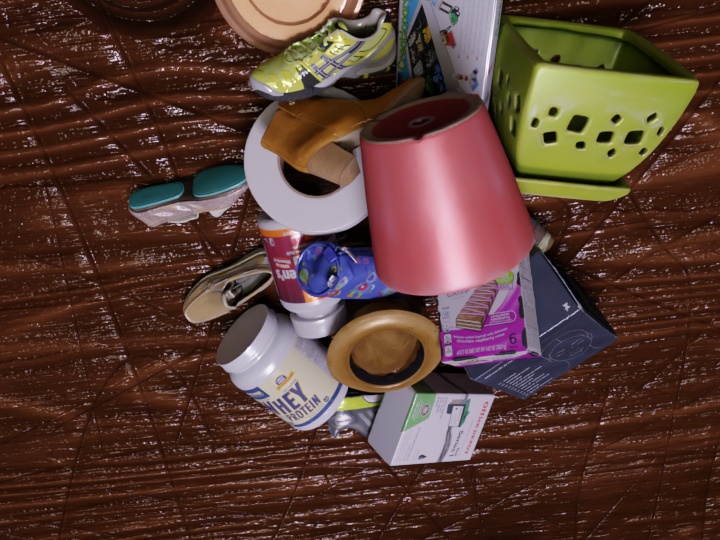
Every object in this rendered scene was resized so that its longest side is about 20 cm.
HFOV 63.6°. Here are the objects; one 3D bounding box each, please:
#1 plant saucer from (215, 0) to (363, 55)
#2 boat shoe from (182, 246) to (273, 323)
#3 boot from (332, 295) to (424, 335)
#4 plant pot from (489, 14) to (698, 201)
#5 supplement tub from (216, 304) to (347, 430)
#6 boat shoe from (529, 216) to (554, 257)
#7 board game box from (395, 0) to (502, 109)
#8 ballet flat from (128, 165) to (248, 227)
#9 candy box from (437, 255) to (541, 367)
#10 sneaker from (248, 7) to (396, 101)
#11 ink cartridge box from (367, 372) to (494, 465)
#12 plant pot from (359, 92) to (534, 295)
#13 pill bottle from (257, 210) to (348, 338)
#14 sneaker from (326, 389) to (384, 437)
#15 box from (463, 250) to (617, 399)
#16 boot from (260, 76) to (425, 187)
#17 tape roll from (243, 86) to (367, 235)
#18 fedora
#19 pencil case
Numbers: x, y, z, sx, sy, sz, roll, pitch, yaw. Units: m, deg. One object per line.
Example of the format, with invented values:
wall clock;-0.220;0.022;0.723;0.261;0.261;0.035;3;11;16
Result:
plant saucer;-0.090;-0.369;0.722;0.200;0.032;0.201;-1;122;-2
boat shoe;-0.218;0.035;0.951;0.200;0.076;0.072;-35;118;19
boot;0.020;0.089;1.020;0.166;0.072;0.200;-16;125;21
plant pot;0.266;-0.205;0.756;0.199;0.199;0.182;5;129;-7
supplement tub;-0.132;0.165;1.000;0.145;0.145;0.200;-37;118;19
boat shoe;0.217;-0.015;0.954;0.200;0.073;0.065;-38;98;19
board game box;0.110;-0.302;0.743;0.126;0.035;0.201;16;126;21
ballet flat;-0.245;-0.108;0.873;0.199;0.068;0.067;-9;143;9
candy box;0.187;0.035;0.875;0.136;0.201;0.061;-15;157;33
sneaker;-0.049;-0.277;0.732;0.200;0.076;0.076;-25;150;-14
ink cartridge box;0.132;0.267;1.058;0.200;0.084;0.147;9;105;-35
plant pot;0.090;-0.097;0.681;0.200;0.201;0.178;-15;119;7
pill bottle;-0.082;-0.004;0.896;0.109;0.110;0.201;-11;113;4
sneaker;0.022;0.266;1.090;0.199;0.074;0.081;2;91;-20
box;0.279;0.098;0.954;0.200;0.124;0.196;-39;143;20
boot;-0.024;-0.206;0.752;0.144;0.201;0.071;33;160;21
tape roll;-0.058;-0.150;0.798;0.202;0.037;0.204;0;85;1
fedora;0.036;0.112;0.925;0.200;0.082;0.201;-5;134;-5
pencil case;0.000;0.000;0.843;0.200;0.078;0.087;3;140;-50
